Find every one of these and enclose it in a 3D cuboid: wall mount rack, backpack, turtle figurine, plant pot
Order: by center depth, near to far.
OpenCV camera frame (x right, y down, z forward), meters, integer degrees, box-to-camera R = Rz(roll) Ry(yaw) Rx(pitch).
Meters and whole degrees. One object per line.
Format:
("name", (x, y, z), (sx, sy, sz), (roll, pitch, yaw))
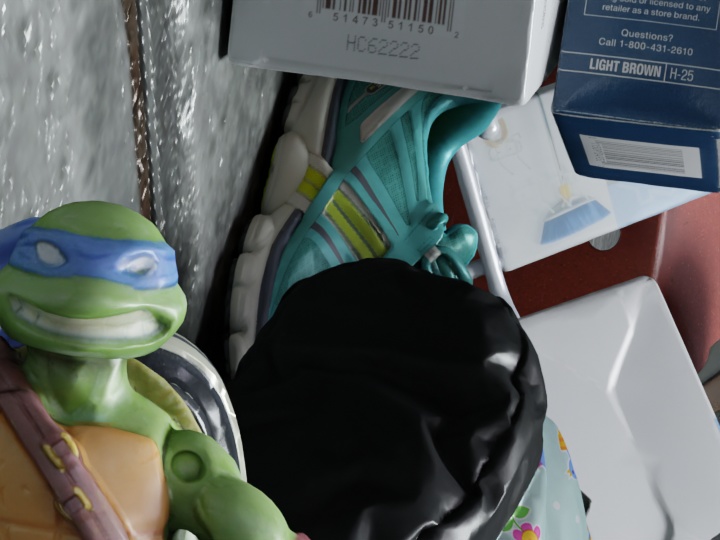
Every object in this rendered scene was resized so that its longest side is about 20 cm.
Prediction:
("turtle figurine", (-0.056, 0.095, 0.411), (0.144, 0.200, 0.194), (-5, 111, -44))
("backpack", (0.003, 0.118, 0.667), (0.167, 0.127, 0.200), (-43, 141, -36))
("wall mount rack", (0.111, -0.016, 0.878), (0.075, 0.200, 0.174), (-149, -140, -72))
("plant pot", (0.101, -0.015, 1.024), (0.176, 0.200, 0.200), (10, 89, -67))

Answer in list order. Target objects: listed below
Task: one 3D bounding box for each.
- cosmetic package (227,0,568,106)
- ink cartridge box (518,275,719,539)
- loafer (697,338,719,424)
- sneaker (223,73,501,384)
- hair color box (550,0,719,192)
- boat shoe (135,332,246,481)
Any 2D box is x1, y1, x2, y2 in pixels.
("cosmetic package", (0.029, -0.116, 0.772), (0.200, 0.101, 0.071), (-48, 146, -69))
("ink cartridge box", (0.059, 0.090, 0.798), (0.116, 0.067, 0.200), (67, -24, 9))
("loafer", (0.145, 0.087, 0.929), (0.200, 0.063, 0.072), (-45, 140, 16))
("sneaker", (0.000, 0.000, 0.773), (0.078, 0.080, 0.200), (78, 25, -62))
("hair color box", (0.114, -0.136, 0.765), (0.100, 0.060, 0.200), (44, 55, -77))
("boat shoe", (-0.065, 0.112, 0.528), (0.062, 0.075, 0.200), (-152, -107, -68))
